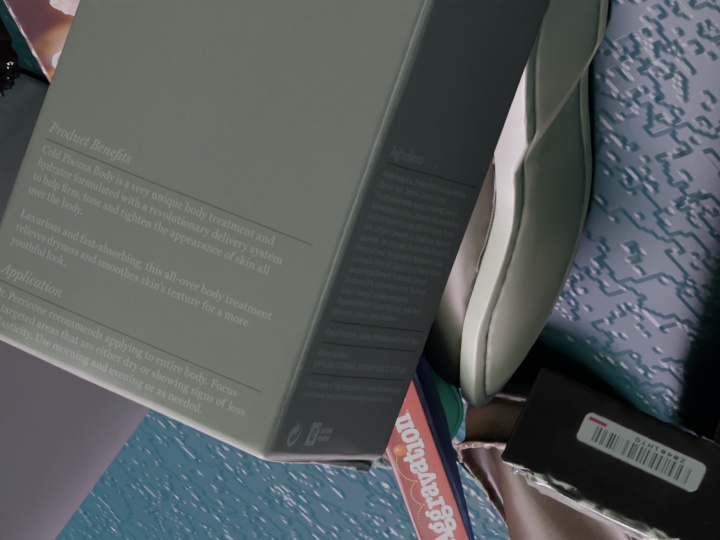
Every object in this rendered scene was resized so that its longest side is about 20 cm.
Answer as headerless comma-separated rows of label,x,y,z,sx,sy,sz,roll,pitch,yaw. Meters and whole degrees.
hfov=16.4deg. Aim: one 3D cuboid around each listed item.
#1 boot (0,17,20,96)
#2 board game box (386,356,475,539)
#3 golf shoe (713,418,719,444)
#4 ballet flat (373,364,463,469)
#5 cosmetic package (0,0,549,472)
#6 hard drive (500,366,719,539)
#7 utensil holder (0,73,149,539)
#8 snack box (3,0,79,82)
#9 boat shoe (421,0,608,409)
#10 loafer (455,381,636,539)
boot,-0.162,-0.131,0.817,0.163,0.073,0.198,66,155,-2
board game box,0.000,0.000,0.839,0.019,0.103,0.200,-18,121,3
golf shoe,0.167,0.007,0.728,0.097,0.078,0.200,23,158,12
ballet flat,-0.030,-0.005,0.923,0.074,0.074,0.200,6,136,42
cosmetic package,-0.019,-0.056,0.695,0.107,0.201,0.090,24,-177,24
hard drive,0.133,0.085,0.806,0.139,0.038,0.200,24,179,19
utensil holder,-0.173,0.041,1.000,0.170,0.200,0.170,26,148,18
snack box,-0.083,-0.113,0.755,0.200,0.072,0.024,74,174,-72
boat shoe,0.036,-0.036,0.801,0.060,0.072,0.202,25,142,19
loafer,0.097,0.124,0.960,0.073,0.071,0.200,-3,132,49
